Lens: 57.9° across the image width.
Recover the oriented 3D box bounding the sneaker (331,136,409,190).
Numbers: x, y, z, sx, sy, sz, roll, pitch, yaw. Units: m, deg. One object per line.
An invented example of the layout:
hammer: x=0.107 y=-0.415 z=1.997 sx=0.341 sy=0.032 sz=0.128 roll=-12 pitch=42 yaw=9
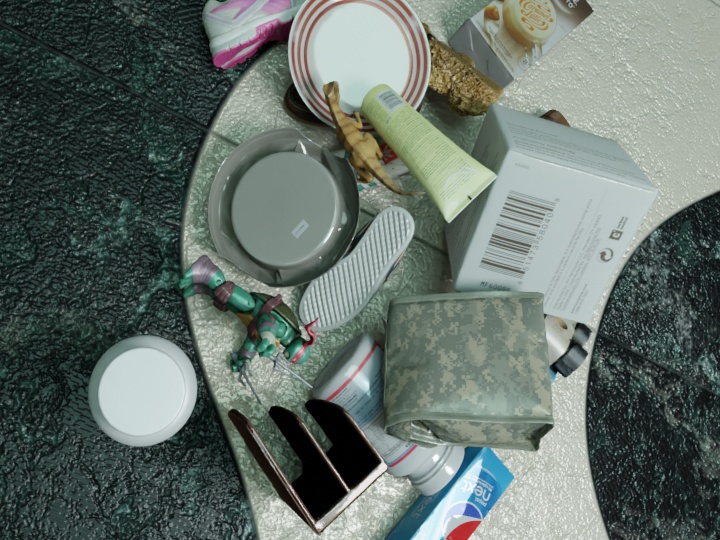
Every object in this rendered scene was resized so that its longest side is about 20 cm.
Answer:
sneaker: x=0.011 y=-0.151 z=0.889 sx=0.196 sy=0.093 sz=0.072 roll=-22 pitch=88 yaw=-20

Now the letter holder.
letter holder: x=-0.073 y=0.192 z=0.751 sx=0.100 sy=0.200 sz=0.144 roll=-36 pitch=92 yaw=-19

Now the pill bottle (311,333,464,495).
pill bottle: x=0.038 y=0.188 z=0.837 sx=0.200 sy=0.109 sz=0.109 roll=46 pitch=71 yaw=-6

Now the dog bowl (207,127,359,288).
dog bowl: x=-0.092 y=-0.074 z=0.829 sx=0.194 sy=0.059 sz=0.206 roll=-1 pitch=81 yaw=9

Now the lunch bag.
lunch bag: x=0.119 y=0.119 z=0.778 sx=0.194 sy=0.119 sz=0.168 roll=2 pitch=59 yaw=3

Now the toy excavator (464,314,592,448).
toy excavator: x=0.212 y=0.144 z=0.907 sx=0.100 sy=0.201 sz=0.194 roll=42 pitch=31 yaw=7

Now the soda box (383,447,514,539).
soda box: x=0.111 y=0.323 z=0.859 sx=0.064 sy=0.068 sz=0.200 roll=46 pitch=71 yaw=-5

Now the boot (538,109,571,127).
boot: x=0.274 y=-0.127 z=0.985 sx=0.198 sy=0.064 sz=0.188 roll=-35 pitch=80 yaw=-22

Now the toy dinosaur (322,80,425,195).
toy dinosaur: x=0.006 y=-0.140 z=0.802 sx=0.060 sy=0.106 sz=0.202 roll=-37 pitch=75 yaw=5

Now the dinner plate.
dinner plate: x=-0.001 y=-0.281 z=0.864 sx=0.195 sy=0.024 sz=0.206 roll=0 pitch=90 yaw=-17

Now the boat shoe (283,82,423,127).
boat shoe: x=-0.008 y=-0.242 z=0.912 sx=0.194 sy=0.070 sz=0.073 roll=-1 pitch=82 yaw=-17

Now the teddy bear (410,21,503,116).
teddy bear: x=0.112 y=-0.293 z=0.946 sx=0.198 sy=0.067 sz=0.146 roll=34 pitch=32 yaw=-7

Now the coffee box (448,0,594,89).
coffee box: x=0.249 y=-0.378 z=1.009 sx=0.199 sy=0.080 sz=0.115 roll=-42 pitch=95 yaw=-19

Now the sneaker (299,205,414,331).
sneaker: x=0.000 y=0.000 z=0.877 sx=0.078 sy=0.079 sz=0.200 roll=45 pitch=96 yaw=1

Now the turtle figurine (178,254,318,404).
turtle figurine: x=-0.129 y=0.071 z=0.789 sx=0.199 sy=0.150 sz=0.101 roll=41 pitch=56 yaw=3

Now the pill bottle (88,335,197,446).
pill bottle: x=-0.235 y=0.130 z=0.709 sx=0.108 sy=0.200 sz=0.114 roll=3 pitch=80 yaw=-17

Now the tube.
tube: x=0.073 y=-0.149 z=0.793 sx=0.051 sy=0.059 sz=0.201 roll=-15 pitch=53 yaw=-37

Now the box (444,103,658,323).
box: x=0.233 y=-0.076 z=0.854 sx=0.195 sy=0.173 sz=0.203 roll=13 pitch=121 yaw=-7

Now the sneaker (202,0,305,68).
sneaker: x=-0.129 y=-0.359 z=0.884 sx=0.197 sy=0.081 sz=0.090 roll=-31 pitch=93 yaw=-20
